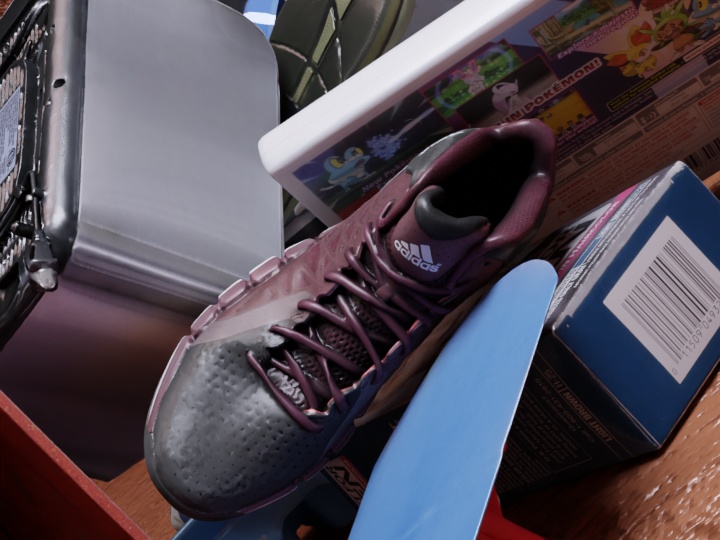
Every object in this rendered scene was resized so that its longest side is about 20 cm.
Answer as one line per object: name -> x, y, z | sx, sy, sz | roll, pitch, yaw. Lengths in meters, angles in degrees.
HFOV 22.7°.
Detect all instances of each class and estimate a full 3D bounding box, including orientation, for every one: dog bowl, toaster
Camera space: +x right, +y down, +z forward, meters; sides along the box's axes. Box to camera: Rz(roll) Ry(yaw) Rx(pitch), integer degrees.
dog bowl -> -0.039, 0.118, 0.875 | 0.200, 0.050, 0.111 | -47, 8, -17
toaster -> -0.126, -0.016, 0.796 | 0.181, 0.118, 0.201 | -43, 39, 42

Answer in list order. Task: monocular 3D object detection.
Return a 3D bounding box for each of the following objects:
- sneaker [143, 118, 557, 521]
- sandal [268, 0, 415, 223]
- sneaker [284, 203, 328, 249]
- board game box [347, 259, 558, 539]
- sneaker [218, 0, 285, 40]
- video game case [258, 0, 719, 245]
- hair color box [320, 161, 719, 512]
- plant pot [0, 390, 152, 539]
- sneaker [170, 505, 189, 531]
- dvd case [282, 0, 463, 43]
sneaker -> -0.002, 0.008, 0.662 | 0.200, 0.076, 0.116 | -46, -1, -13
sandal -> -0.028, -0.066, 0.847 | 0.057, 0.080, 0.201 | 4, -43, -47
sneaker -> 0.000, 0.000, 0.871 | 0.198, 0.079, 0.130 | -13, 44, 46
board game box -> 0.030, 0.096, 0.587 | 0.158, 0.039, 0.201 | -52, 14, 56
sneaker -> -0.089, -0.062, 0.931 | 0.070, 0.077, 0.201 | -77, -2, -59
video game case -> 0.081, -0.062, 0.768 | 0.199, 0.023, 0.182 | -32, -35, 12
hair color box -> 0.065, 0.039, 0.717 | 0.100, 0.061, 0.200 | -48, 8, -33
plant pot -> -0.172, 0.183, 0.735 | 0.200, 0.200, 0.176 | -46, -1, -19
sneaker -> -0.112, 0.072, 1.123 | 0.088, 0.075, 0.201 | -48, 42, 33
dvd case -> 0.048, -0.131, 0.917 | 0.199, 0.142, 0.018 | -18, 58, 39
